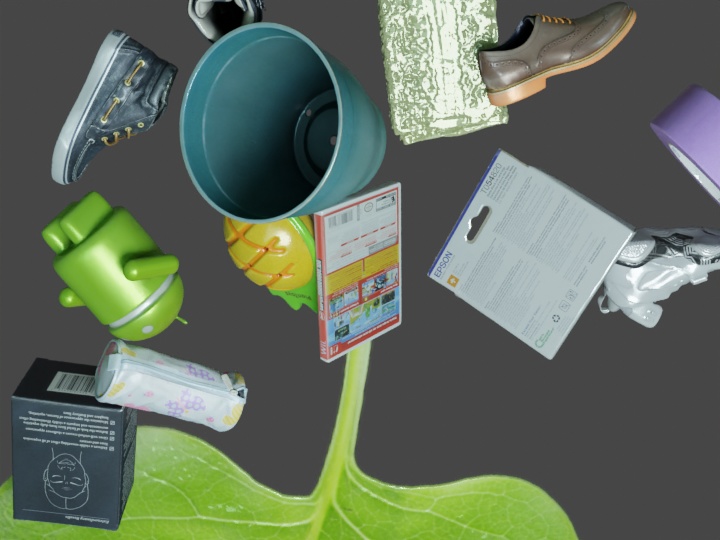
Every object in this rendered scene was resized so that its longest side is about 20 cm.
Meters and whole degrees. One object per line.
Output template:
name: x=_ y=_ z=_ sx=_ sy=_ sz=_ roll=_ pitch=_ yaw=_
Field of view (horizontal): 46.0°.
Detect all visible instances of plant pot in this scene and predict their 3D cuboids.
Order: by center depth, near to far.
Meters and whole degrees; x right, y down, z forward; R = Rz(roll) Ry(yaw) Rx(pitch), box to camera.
plant pot: x=-0.066 y=-0.155 z=0.948 sx=0.197 sy=0.187 sz=0.204 roll=2 pitch=94 yaw=26

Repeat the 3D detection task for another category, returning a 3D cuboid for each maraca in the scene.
maraca: x=-0.102 y=-0.023 z=1.067 sx=0.136 sy=0.107 sz=0.202 roll=10 pitch=137 yaw=40

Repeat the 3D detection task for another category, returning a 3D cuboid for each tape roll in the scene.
tape roll: x=0.427 y=-0.120 z=0.981 sx=0.200 sy=0.201 sz=0.066 roll=42 pitch=106 yaw=-17

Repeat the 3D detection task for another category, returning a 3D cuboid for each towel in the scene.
towel: x=0.095 y=-0.256 z=1.008 sx=0.146 sy=0.037 sz=0.203 roll=-9 pitch=114 yaw=4

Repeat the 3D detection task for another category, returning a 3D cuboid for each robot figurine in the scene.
robot figurine: x=-0.303 y=0.002 z=1.070 sx=0.174 sy=0.116 sz=0.201 roll=-19 pitch=117 yaw=37

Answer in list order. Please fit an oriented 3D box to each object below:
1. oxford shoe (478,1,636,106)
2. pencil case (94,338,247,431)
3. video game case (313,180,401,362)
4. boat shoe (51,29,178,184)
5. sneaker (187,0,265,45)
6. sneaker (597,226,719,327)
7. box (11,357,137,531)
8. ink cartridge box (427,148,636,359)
oxford shoe: x=0.226 y=-0.265 z=0.971 sx=0.198 sy=0.071 sz=0.074 roll=-31 pitch=114 yaw=-7
pencil case: x=-0.249 y=0.153 z=1.120 sx=0.198 sy=0.090 sz=0.084 roll=21 pitch=75 yaw=-30
video game case: x=0.000 y=0.000 z=1.076 sx=0.017 sy=0.142 sz=0.203 roll=19 pitch=121 yaw=40
boat shoe: x=-0.295 y=-0.176 z=1.016 sx=0.090 sy=0.071 sz=0.202 roll=28 pitch=108 yaw=-8
sneaker: x=-0.147 y=-0.339 z=0.911 sx=0.076 sy=0.147 sz=0.205 roll=-6 pitch=112 yaw=4
sneaker: x=0.405 y=0.007 z=1.107 sx=0.196 sy=0.075 sz=0.117 roll=1 pitch=114 yaw=4
box: x=-0.393 y=0.241 z=1.177 sx=0.146 sy=0.107 sz=0.203 roll=8 pitch=112 yaw=-5
ink cartridge box: x=0.216 y=-0.023 z=1.092 sx=0.199 sy=0.041 sz=0.201 roll=35 pitch=111 yaw=12
